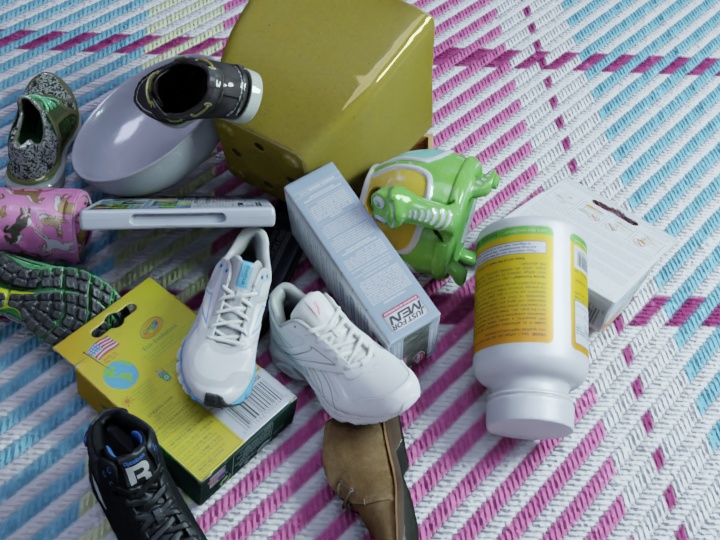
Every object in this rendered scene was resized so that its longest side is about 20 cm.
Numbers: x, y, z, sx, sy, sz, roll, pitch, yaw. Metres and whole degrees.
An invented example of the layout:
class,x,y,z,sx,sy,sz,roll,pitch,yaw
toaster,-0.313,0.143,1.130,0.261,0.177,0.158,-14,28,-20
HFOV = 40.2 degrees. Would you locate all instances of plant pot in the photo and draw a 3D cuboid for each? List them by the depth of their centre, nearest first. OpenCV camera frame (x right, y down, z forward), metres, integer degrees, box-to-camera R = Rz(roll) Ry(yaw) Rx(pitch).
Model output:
class,x,y,z,sx,sy,sz,roll,pitch,yaw
plant pot,-0.052,-0.182,1.073,0.194,0.196,0.200,28,68,17

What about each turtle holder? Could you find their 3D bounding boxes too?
class,x,y,z,sx,sy,sz,roll,pitch,yaw
turtle holder,0.063,-0.056,1.040,0.131,0.141,0.186,18,36,10

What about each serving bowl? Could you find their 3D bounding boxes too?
class,x,y,z,sx,sy,sz,roll,pitch,yaw
serving bowl,-0.227,-0.154,1.118,0.200,0.066,0.200,-18,44,18

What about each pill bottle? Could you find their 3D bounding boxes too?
class,x,y,z,sx,sy,sz,roll,pitch,yaw
pill bottle,0.165,0.058,0.958,0.111,0.111,0.200,6,68,-2

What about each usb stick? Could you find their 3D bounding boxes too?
class,x,y,z,sx,sy,sz,roll,pitch,yaw
usb stick,-0.097,-0.005,1.055,0.055,0.033,0.200,11,48,12

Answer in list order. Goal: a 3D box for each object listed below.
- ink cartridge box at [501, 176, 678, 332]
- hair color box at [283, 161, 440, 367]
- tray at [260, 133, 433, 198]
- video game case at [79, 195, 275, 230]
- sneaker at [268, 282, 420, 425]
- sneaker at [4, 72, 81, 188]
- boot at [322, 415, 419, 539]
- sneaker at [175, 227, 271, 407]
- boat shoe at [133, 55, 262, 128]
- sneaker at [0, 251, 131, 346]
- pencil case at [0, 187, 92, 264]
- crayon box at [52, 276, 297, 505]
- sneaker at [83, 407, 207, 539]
class,x,y,z,sx,sy,sz,roll,pitch,yaw
ink cartridge box,0.251,-0.025,1.121,0.162,0.050,0.200,34,36,22
hair color box,0.000,0.000,0.990,0.061,0.099,0.200,-29,67,-12
tray,-0.014,-0.127,1.170,0.199,0.037,0.099,6,48,-3
video game case,-0.184,-0.061,1.018,0.182,0.022,0.200,-1,8,-8
sneaker,-0.028,0.071,0.917,0.078,0.100,0.200,-38,41,-28
sneaker,-0.367,-0.175,1.132,0.077,0.089,0.200,-2,49,-9
boot,0.010,0.204,0.869,0.075,0.074,0.200,-10,42,1
sneaker,-0.120,0.035,0.910,0.075,0.087,0.200,14,43,-10
boat shoe,-0.180,-0.184,0.994,0.060,0.072,0.201,8,0,-42
sneaker,-0.316,0.023,0.973,0.200,0.085,0.078,25,85,-6
pencil case,-0.382,-0.046,1.018,0.199,0.087,0.083,1,26,-6
crayon box,-0.175,0.108,0.926,0.200,0.051,0.127,38,55,19
sneaker,-0.176,0.200,0.811,0.073,0.112,0.200,-27,57,-26
